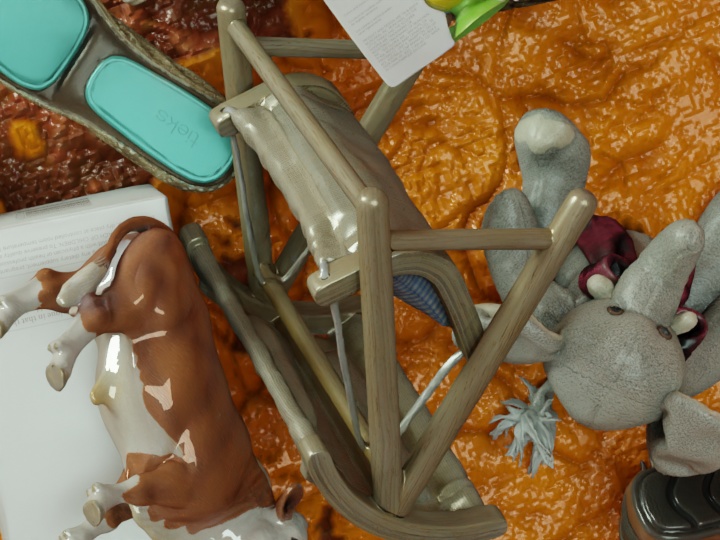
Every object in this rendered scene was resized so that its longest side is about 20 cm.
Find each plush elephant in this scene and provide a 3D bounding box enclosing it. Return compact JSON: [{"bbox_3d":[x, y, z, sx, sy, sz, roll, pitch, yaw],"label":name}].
[{"bbox_3d":[0.136,0.023,1.394,0.164,0.155,0.201,26,91,-9],"label":"plush elephant"}]

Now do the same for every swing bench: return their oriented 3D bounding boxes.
[{"bbox_3d":[0.000,0.000,1.309,0.129,0.199,0.201,0,122,-25],"label":"swing bench"}]

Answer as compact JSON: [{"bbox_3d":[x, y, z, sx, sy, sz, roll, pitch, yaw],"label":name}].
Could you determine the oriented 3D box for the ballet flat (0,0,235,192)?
[{"bbox_3d":[-0.146,-0.109,1.389,0.200,0.065,0.071,41,89,-9],"label":"ballet flat"}]

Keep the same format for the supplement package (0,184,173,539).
[{"bbox_3d":[-0.140,0.066,1.379,0.117,0.117,0.201,-12,96,-8],"label":"supplement package"}]

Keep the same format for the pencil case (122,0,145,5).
[{"bbox_3d":[-0.130,-0.235,1.369,0.078,0.089,0.201,-29,99,-5],"label":"pencil case"}]

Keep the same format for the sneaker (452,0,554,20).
[{"bbox_3d":[0.088,-0.188,1.420,0.199,0.067,0.090,-12,89,-7],"label":"sneaker"}]

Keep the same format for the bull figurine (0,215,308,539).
[{"bbox_3d":[-0.098,0.077,1.286,0.121,0.065,0.201,-20,90,-41],"label":"bull figurine"}]

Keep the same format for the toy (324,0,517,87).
[{"bbox_3d":[-0.001,-0.194,1.294,0.115,0.047,0.200,-35,83,-13],"label":"toy"}]

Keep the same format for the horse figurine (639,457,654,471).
[{"bbox_3d":[0.187,0.219,1.473,0.132,0.050,0.201,19,91,-12],"label":"horse figurine"}]

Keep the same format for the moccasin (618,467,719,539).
[{"bbox_3d":[0.237,0.133,1.438,0.200,0.078,0.074,-14,55,-13],"label":"moccasin"}]
